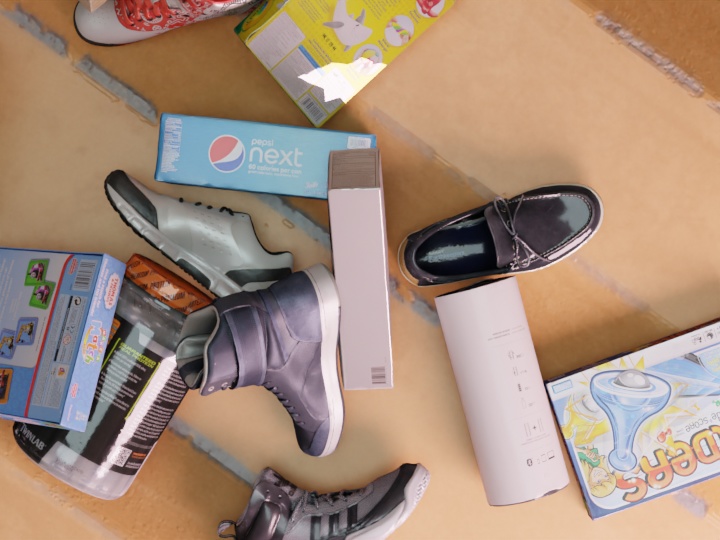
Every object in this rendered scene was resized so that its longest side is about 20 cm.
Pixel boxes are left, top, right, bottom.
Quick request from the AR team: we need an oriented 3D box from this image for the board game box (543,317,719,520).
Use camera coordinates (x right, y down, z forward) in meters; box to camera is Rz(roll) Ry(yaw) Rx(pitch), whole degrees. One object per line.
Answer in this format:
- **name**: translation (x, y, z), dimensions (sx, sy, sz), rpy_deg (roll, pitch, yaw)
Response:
- **board game box**: translation (0.285, 0.135, 1.434), dimensions (0.198, 0.034, 0.137), rpy_deg (-20, 91, 1)

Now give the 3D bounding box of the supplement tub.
- **supplement tub**: translation (-0.217, 0.094, 1.398), dimensions (0.122, 0.123, 0.201), rpy_deg (33, 92, 0)

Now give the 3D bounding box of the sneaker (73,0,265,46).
- **sneaker**: translation (-0.172, -0.254, 1.396), dimensions (0.199, 0.108, 0.068), rpy_deg (-10, 91, 1)

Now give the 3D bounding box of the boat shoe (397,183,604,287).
- **boat shoe**: translation (0.131, -0.030, 1.420), dimensions (0.198, 0.062, 0.076), rpy_deg (-15, 89, 0)

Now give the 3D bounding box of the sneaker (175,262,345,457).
- **sneaker**: translation (-0.090, 0.098, 1.370), dimensions (0.145, 0.077, 0.204), rpy_deg (-19, 127, -22)

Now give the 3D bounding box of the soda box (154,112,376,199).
- **soda box**: translation (-0.086, -0.102, 1.418), dimensions (0.197, 0.068, 0.065), rpy_deg (7, 91, 1)

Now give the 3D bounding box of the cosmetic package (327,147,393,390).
- **cosmetic package**: translation (0.000, 0.000, 1.372), dimensions (0.050, 0.083, 0.202), rpy_deg (-2, 118, 3)

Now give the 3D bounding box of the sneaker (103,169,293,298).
- **sneaker**: translation (-0.148, -0.035, 1.425), dimensions (0.199, 0.074, 0.080), rpy_deg (37, 87, -8)

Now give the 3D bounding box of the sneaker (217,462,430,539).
- **sneaker**: translation (-0.038, 0.217, 1.420), dimensions (0.199, 0.075, 0.114), rpy_deg (-38, 93, 4)

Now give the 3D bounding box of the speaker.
- **speaker**: translation (0.130, 0.108, 1.414), dimensions (0.080, 0.081, 0.202), rpy_deg (-15, 91, 1)

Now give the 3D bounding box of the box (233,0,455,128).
- **box**: translation (-0.005, -0.241, 1.400), dimensions (0.200, 0.048, 0.117), rpy_deg (-41, 122, 3)

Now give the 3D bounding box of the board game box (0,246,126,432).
- **board game box**: translation (-0.308, 0.056, 1.374), dimensions (0.198, 0.037, 0.153), rpy_deg (4, 75, 34)

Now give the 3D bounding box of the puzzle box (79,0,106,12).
- **puzzle box**: translation (-0.216, -0.343, 1.395), dimensions (0.133, 0.025, 0.200), rpy_deg (43, 72, 8)
